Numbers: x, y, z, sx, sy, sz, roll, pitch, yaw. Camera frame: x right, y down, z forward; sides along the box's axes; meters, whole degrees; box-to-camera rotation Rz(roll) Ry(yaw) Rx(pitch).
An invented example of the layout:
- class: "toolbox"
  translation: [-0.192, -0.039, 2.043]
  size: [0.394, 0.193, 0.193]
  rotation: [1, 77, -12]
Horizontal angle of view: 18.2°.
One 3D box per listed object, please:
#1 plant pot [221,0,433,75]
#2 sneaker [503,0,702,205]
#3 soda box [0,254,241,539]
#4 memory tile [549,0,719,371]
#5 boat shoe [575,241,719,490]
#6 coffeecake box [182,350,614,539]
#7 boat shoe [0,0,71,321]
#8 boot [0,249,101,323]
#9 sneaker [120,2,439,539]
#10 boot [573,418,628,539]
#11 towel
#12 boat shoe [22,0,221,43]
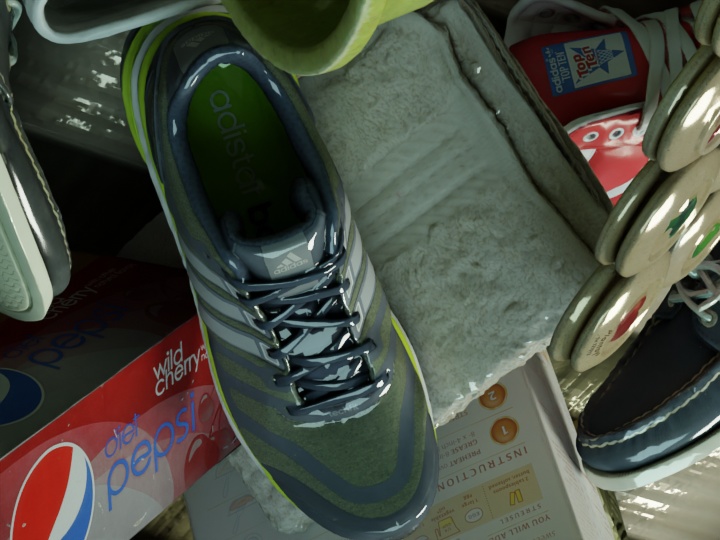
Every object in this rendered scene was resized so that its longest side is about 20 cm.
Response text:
- class: "plant pot"
  translation: [0.049, -0.170, 0.631]
  size: [0.183, 0.201, 0.201]
  rotation: [-13, 141, -19]
- class: "sneaker"
  translation: [0.129, -0.083, 0.825]
  size: [0.112, 0.072, 0.200]
  rotation: [21, 130, -39]
- class: "soda box"
  translation: [-0.113, 0.063, 0.776]
  size: [0.063, 0.200, 0.070]
  rotation: [10, 115, 24]
- class: "memory tile"
  translation: [0.129, -0.061, 0.708]
  size: [0.153, 0.017, 0.201]
  rotation: [-40, 159, -36]
- class: "boat shoe"
  translation: [0.155, 0.005, 0.894]
  size: [0.200, 0.075, 0.062]
  rotation: [-40, 121, -8]
- class: "coffeecake box"
  translation: [0.018, 0.109, 0.902]
  size: [0.153, 0.201, 0.073]
  rotation: [-25, 146, 12]
- class: "boat shoe"
  translation: [-0.131, -0.075, 0.718]
  size: [0.068, 0.072, 0.201]
  rotation: [-40, 123, -35]
- class: "boot"
  translation: [-0.156, -0.007, 0.836]
  size: [0.143, 0.071, 0.202]
  rotation: [1, 141, -27]
- class: "sneaker"
  translation: [-0.027, 0.005, 0.763]
  size: [0.074, 0.081, 0.201]
  rotation: [-25, 99, -3]
- class: "boot"
  translation: [0.032, 0.157, 1.072]
  size: [0.199, 0.066, 0.176]
  rotation: [-17, 139, 4]
- class: "towel"
  translation: [0.000, 0.000, 0.833]
  size: [0.200, 0.133, 0.034]
  rotation: [-40, 169, 32]
- class: "boat shoe"
  translation: [-0.019, -0.124, 0.737]
  size: [0.199, 0.066, 0.074]
  rotation: [-22, 139, 9]
